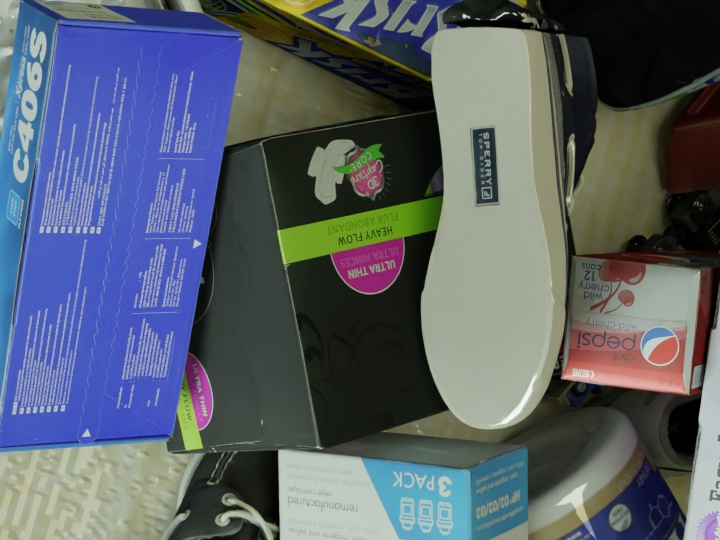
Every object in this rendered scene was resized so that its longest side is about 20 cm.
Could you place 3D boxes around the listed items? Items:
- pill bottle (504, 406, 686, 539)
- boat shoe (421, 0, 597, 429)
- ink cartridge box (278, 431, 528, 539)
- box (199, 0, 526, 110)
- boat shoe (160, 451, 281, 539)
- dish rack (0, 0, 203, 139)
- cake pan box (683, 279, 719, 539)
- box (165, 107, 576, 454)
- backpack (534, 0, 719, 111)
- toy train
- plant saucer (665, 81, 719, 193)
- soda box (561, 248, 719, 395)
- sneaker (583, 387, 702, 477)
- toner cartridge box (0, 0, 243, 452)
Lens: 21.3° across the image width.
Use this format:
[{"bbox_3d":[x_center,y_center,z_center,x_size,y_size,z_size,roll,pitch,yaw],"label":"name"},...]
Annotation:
[{"bbox_3d":[0.142,0.188,1.060,0.119,0.120,0.201,-36,103,-21],"label":"pill bottle"},{"bbox_3d":[0.081,-0.028,0.922,0.093,0.074,0.201,-5,98,-58],"label":"boat shoe"},{"bbox_3d":[0.023,0.189,0.990,0.068,0.115,0.201,-12,102,-58],"label":"ink cartridge box"},{"bbox_3d":[-0.014,-0.151,1.031,0.199,0.064,0.070,23,78,-22],"label":"box"},{"bbox_3d":[-0.075,0.150,0.993,0.074,0.060,0.200,39,72,-13],"label":"boat shoe"},{"bbox_3d":[-0.174,-0.105,0.886,0.199,0.043,0.172,-28,103,-22],"label":"dish rack"},{"bbox_3d":[0.225,0.053,0.994,0.184,0.052,0.201,-3,102,-61],"label":"cake pan box"},{"bbox_3d":[0.000,0.000,0.973,0.199,0.124,0.150,-14,94,-42],"label":"box"},{"bbox_3d":[0.193,-0.200,1.056,0.150,0.200,0.178,-40,104,-41],"label":"backpack"},{"bbox_3d":[0.165,0.011,1.126,0.200,0.034,0.046,-45,116,-20],"label":"toy train"},{"bbox_3d":[0.273,-0.132,1.087,0.037,0.199,0.200,47,71,-16],"label":"plant saucer"},{"bbox_3d":[0.168,0.024,1.011,0.200,0.070,0.064,-3,98,-66],"label":"soda box"},{"bbox_3d":[0.233,0.082,1.125,0.199,0.088,0.075,-17,94,-26],"label":"sneaker"},{"bbox_3d":[-0.119,-0.019,0.873,0.095,0.043,0.201,0,110,-34],"label":"toner cartridge box"}]
